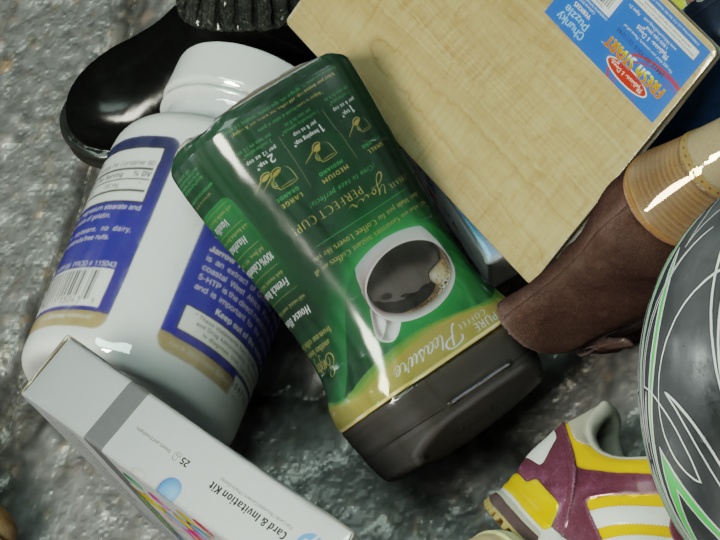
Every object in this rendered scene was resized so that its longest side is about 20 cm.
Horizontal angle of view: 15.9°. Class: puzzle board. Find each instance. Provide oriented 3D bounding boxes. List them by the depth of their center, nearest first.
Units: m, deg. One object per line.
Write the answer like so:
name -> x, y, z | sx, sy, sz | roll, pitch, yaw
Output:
puzzle board -> 0.068, -0.116, 1.273 | 0.200, 0.017, 0.151 | 48, 114, 22

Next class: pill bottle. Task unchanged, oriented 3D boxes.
pill bottle -> -0.089, -0.014, 1.360 | 0.119, 0.120, 0.201 | 8, 62, 27

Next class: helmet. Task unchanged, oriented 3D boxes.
helmet -> 0.213, 0.054, 1.122 | 0.190, 0.200, 0.201 | 16, 62, -3

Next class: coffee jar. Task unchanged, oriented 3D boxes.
coffee jar -> 0.000, 0.000, 1.277 | 0.104, 0.085, 0.200 | -32, 86, -25

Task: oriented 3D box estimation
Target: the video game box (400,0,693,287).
video game box -> 0.104, -0.116, 1.345 | 0.199, 0.047, 0.183 | -30, 68, -7

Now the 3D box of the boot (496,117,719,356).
boot -> 0.180, -0.017, 1.260 | 0.166, 0.199, 0.073 | -43, 57, 38

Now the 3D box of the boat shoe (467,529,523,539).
boat shoe -> 0.054, 0.211, 1.156 | 0.072, 0.065, 0.201 | -35, 52, 52

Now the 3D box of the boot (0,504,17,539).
boot -> -0.234, 0.086, 1.392 | 0.075, 0.074, 0.200 | -38, 49, -17

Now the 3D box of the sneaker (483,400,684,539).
sneaker -> 0.145, 0.137, 1.187 | 0.090, 0.075, 0.200 | -46, 53, -3

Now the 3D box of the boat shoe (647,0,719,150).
boat shoe -> 0.178, -0.125, 1.248 | 0.200, 0.084, 0.069 | -35, 55, 16

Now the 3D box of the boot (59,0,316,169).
boot -> -0.096, -0.153, 1.430 | 0.210, 0.158, 0.080 | -25, 52, 5

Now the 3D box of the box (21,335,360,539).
box -> -0.055, 0.124, 1.231 | 0.200, 0.156, 0.041 | 30, 76, 35
